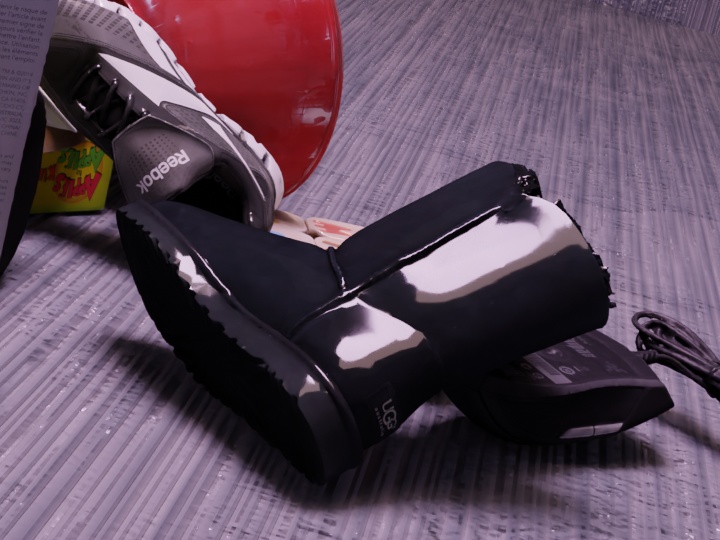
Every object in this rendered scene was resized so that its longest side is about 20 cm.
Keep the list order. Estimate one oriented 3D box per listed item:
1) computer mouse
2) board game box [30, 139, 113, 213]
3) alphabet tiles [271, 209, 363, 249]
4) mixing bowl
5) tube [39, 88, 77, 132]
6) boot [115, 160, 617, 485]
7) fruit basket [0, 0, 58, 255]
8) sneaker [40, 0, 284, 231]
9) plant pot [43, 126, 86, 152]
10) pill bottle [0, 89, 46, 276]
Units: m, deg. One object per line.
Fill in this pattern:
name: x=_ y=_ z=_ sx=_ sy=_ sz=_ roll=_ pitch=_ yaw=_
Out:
computer mouse: x=0.127 y=0.072 z=0.912 sx=0.199 sy=0.046 sz=0.140 roll=-2 pitch=28 yaw=-42
board game box: x=-0.250 y=-0.089 z=1.119 sx=0.199 sy=0.048 sz=0.101 roll=27 pitch=20 yaw=36
alphabet tiles: x=-0.021 y=0.001 z=1.075 sx=0.194 sy=0.015 sz=0.200 roll=11 pitch=17 yaw=-13
mixing bowl: x=-0.115 y=-0.131 z=1.131 sx=0.108 sy=0.202 sz=0.199 roll=-14 pitch=31 yaw=-43
tube: x=-0.233 y=-0.124 z=0.980 sx=0.199 sy=0.052 sz=0.058 roll=26 pitch=26 yaw=33
boot: x=0.000 y=0.000 z=0.861 sx=0.167 sy=0.077 sz=0.200 roll=-28 pitch=41 yaw=-22
fruit basket: x=-0.224 y=-0.055 z=0.743 sx=0.184 sy=0.202 sz=0.094 roll=4 pitch=19 yaw=-30
sneaker: x=-0.115 y=-0.077 z=1.015 sx=0.200 sy=0.066 sz=0.091 roll=42 pitch=18 yaw=-24
plant pot: x=-0.248 y=-0.110 z=1.055 sx=0.198 sy=0.028 sz=0.200 roll=14 pitch=16 yaw=-4
pill bottle: x=-0.262 y=-0.065 z=0.906 sx=0.198 sy=0.113 sz=0.112 roll=15 pitch=16 yaw=5
